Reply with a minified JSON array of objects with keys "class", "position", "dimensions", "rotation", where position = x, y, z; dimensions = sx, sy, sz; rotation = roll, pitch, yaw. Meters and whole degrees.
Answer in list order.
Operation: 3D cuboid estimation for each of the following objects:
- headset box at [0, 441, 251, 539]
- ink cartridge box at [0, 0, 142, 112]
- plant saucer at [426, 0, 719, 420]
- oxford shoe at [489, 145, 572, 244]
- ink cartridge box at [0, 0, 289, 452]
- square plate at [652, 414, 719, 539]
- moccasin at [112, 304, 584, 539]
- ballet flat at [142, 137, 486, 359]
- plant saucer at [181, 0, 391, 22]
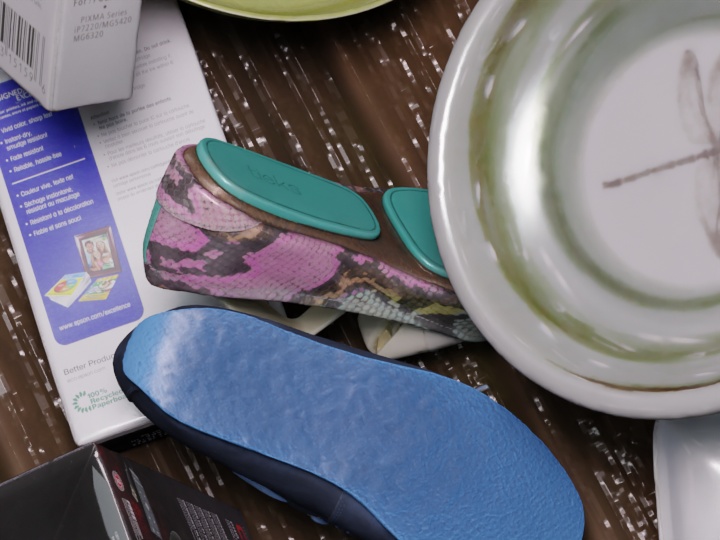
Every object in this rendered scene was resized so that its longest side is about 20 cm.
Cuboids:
[{"class":"headset box","position":[-0.072,0.157,1.004],"dimensions":[0.075,0.200,0.149],"rotation":[-24,72,8]},{"class":"ink cartridge box","position":[-0.150,-0.184,1.091],"dimensions":[0.043,0.174,0.200],"rotation":[-14,38,-35]},{"class":"plant saucer","position":[0.121,-0.043,1.013],"dimensions":[0.199,0.050,0.201],"rotation":[-6,78,29]},{"class":"oxford shoe","position":[0.086,-0.085,1.107],"dimensions":[0.075,0.070,0.201],"rotation":[18,57,-20]},{"class":"ink cartridge box","position":[-0.099,-0.030,1.143],"dimensions":[0.099,0.039,0.201],"rotation":[-18,75,-1]},{"class":"square plate","position":[0.215,0.149,1.043],"dimensions":[0.199,0.028,0.199],"rotation":[-3,92,4]},{"class":"moccasin","position":[-0.003,0.062,1.081],"dimensions":[0.200,0.068,0.081],"rotation":[31,75,-17]},{"class":"ballet flat","position":[0.000,0.000,1.094],"dimensions":[0.199,0.071,0.069],"rotation":[12,33,-32]},{"class":"plant saucer","position":[-0.046,-0.183,1.160],"dimensions":[0.199,0.031,0.201],"rotation":[7,61,-13]}]
